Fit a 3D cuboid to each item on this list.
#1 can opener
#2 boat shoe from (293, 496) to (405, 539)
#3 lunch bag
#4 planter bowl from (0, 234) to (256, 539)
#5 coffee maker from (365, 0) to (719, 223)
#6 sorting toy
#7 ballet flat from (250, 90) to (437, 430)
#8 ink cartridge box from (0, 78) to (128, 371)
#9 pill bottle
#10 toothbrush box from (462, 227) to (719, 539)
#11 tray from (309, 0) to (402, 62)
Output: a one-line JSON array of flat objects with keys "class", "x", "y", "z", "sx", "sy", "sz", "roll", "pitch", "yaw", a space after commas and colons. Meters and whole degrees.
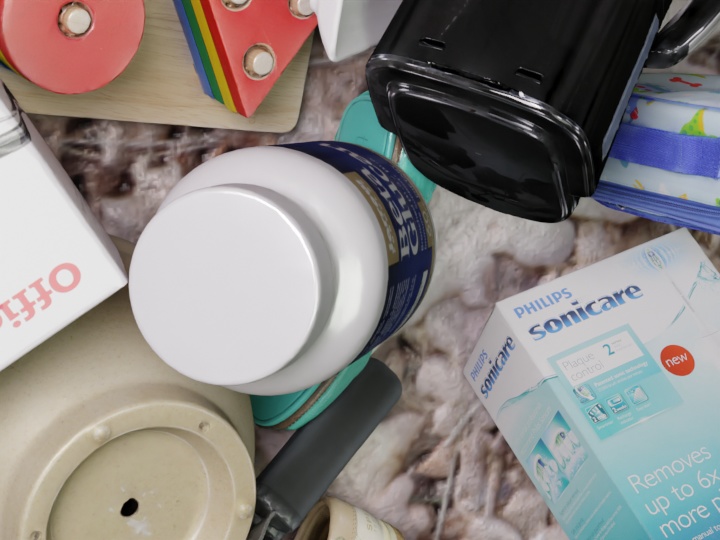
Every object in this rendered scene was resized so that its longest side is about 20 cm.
[{"class": "can opener", "x": -0.037, "y": 0.133, "z": 0.877, "sx": 0.066, "sy": 0.053, "sz": 0.200, "roll": 39, "pitch": 58, "yaw": -5}, {"class": "boat shoe", "x": -0.048, "y": 0.226, "z": 0.938, "sx": 0.065, "sy": 0.072, "sz": 0.200, "roll": 34, "pitch": 82, "yaw": -33}, {"class": "lunch bag", "x": 0.216, "y": -0.066, "z": 0.910, "sx": 0.161, "sy": 0.200, "sz": 0.082, "roll": -3, "pitch": 103, "yaw": -34}, {"class": "planter bowl", "x": -0.132, "y": 0.094, "z": 0.790, "sx": 0.200, "sy": 0.135, "sz": 0.200, "roll": -13, "pitch": 115, "yaw": -29}, {"class": "coffee maker", "x": 0.087, "y": -0.150, "z": 0.792, "sx": 0.192, "sy": 0.135, "sz": 0.200, "roll": 46, "pitch": 63, "yaw": -44}, {"class": "sorting toy", "x": -0.090, "y": -0.162, "z": 0.756, "sx": 0.200, "sy": 0.070, "sz": 0.199, "roll": 1, "pitch": 108, "yaw": -33}, {"class": "ballet flat", "x": 0.000, "y": 0.000, "z": 0.883, "sx": 0.070, "sy": 0.067, "sz": 0.200, "roll": 7, "pitch": 107, "yaw": -49}, {"class": "ink cartridge box", "x": -0.211, "y": -0.040, "z": 0.671, "sx": 0.145, "sy": 0.084, "sz": 0.200, "roll": -35, "pitch": 107, "yaw": -4}, {"class": "pill bottle", "x": -0.034, "y": -0.003, "z": 0.748, "sx": 0.200, "sy": 0.111, "sz": 0.111, "roll": -26, "pitch": 135, "yaw": -76}, {"class": "toothbrush box", "x": 0.177, "y": 0.093, "z": 0.944, "sx": 0.146, "sy": 0.200, "sz": 0.085, "roll": -20, "pitch": 153, "yaw": -24}, {"class": "tray", "x": 0.012, "y": -0.164, "z": 0.782, "sx": 0.200, "sy": 0.022, "sz": 0.107, "roll": -41, "pitch": 140, "yaw": -70}]
